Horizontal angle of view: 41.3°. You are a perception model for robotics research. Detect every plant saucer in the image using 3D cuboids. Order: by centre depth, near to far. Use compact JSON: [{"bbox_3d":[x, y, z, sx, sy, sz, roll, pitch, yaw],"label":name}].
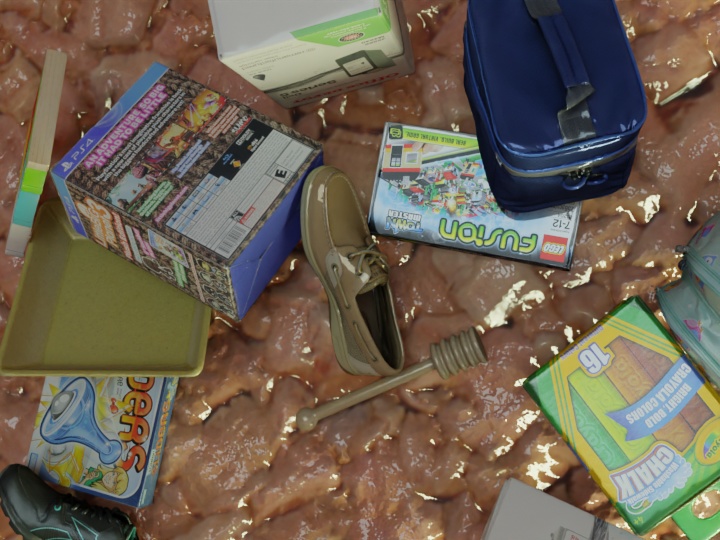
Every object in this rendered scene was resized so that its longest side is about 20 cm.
[{"bbox_3d":[-0.232,0.022,0.934,0.197,0.049,0.202,0,57,6],"label":"plant saucer"}]

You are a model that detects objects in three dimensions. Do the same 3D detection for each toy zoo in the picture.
[{"bbox_3d":[-0.323,-0.103,0.943,0.020,0.200,0.133,11,58,-22],"label":"toy zoo"}]

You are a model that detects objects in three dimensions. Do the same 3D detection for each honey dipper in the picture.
[{"bbox_3d":[0.025,0.109,0.914,0.198,0.038,0.038,-24,81,11],"label":"honey dipper"}]

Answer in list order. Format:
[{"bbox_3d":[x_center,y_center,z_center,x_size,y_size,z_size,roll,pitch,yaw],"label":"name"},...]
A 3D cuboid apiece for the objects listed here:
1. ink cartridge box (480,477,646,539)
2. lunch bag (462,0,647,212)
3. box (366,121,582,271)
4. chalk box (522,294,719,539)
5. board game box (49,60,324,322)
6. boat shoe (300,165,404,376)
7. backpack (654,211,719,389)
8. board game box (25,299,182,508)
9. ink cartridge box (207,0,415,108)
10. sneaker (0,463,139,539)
[{"bbox_3d":[0.187,0.282,0.804,0.198,0.148,0.083,23,48,13],"label":"ink cartridge box"},{"bbox_3d":[0.164,-0.154,0.826,0.134,0.133,0.203,-13,66,3],"label":"lunch bag"},{"bbox_3d":[0.111,-0.071,0.909,0.197,0.035,0.112,10,88,13],"label":"box"},{"bbox_3d":[0.247,0.138,0.817,0.124,0.124,0.201,-39,78,7],"label":"chalk box"},{"bbox_3d":[-0.156,-0.077,0.900,0.198,0.097,0.160,28,61,16],"label":"board game box"},{"bbox_3d":[0.000,0.000,0.882,0.064,0.071,0.203,-1,109,46],"label":"boat shoe"},{"bbox_3d":[0.333,0.031,0.768,0.153,0.200,0.176,-42,79,7],"label":"backpack"},{"bbox_3d":[-0.256,0.124,0.975,0.133,0.034,0.203,11,88,13],"label":"board game box"},{"bbox_3d":[-0.037,-0.223,0.870,0.143,0.200,0.085,-13,85,11],"label":"ink cartridge box"},{"bbox_3d":[-0.271,0.256,0.945,0.079,0.075,0.200,-44,94,5],"label":"sneaker"}]
